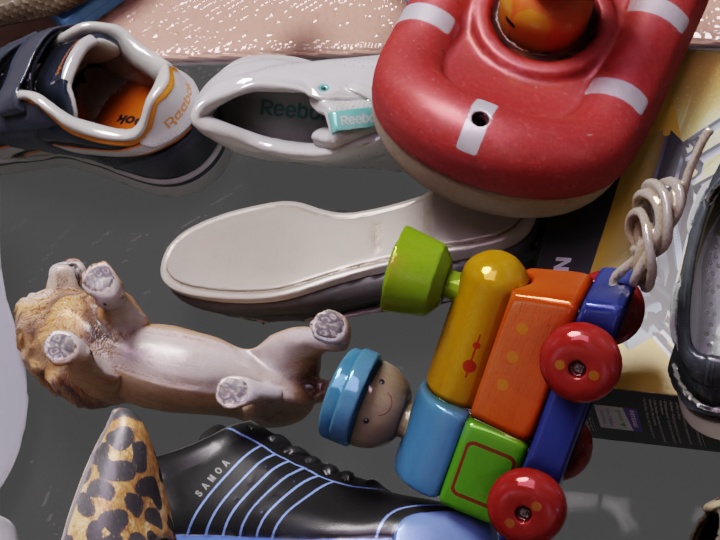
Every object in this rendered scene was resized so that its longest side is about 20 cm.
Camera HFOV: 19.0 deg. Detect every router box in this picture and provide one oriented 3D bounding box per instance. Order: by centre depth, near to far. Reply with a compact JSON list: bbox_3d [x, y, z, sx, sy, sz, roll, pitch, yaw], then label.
[{"bbox_3d":[0.169,-0.012,1.014,0.157,0.052,0.200,5,57,20],"label":"router box"}]

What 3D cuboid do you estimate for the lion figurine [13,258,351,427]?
[{"bbox_3d":[-0.081,0.045,1.034,0.200,0.123,0.073,19,75,10],"label":"lion figurine"}]

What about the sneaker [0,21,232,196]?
[{"bbox_3d":[-0.168,-0.097,1.165,0.200,0.079,0.079,8,59,24],"label":"sneaker"}]

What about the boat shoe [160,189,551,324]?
[{"bbox_3d":[0.000,0.000,1.064,0.200,0.057,0.067,-9,47,19],"label":"boat shoe"}]

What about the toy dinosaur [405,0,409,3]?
[{"bbox_3d":[0.029,-0.186,1.130,0.181,0.200,0.105,1,32,-20],"label":"toy dinosaur"}]

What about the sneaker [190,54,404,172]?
[{"bbox_3d":[0.012,-0.078,1.073,0.200,0.088,0.075,-4,98,13],"label":"sneaker"}]

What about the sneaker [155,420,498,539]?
[{"bbox_3d":[-0.032,0.107,0.980,0.200,0.070,0.078,-2,62,17],"label":"sneaker"}]

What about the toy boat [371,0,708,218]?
[{"bbox_3d":[0.086,-0.125,0.993,0.130,0.131,0.200,22,62,11],"label":"toy boat"}]

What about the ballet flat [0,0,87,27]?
[{"bbox_3d":[-0.211,-0.169,1.231,0.200,0.046,0.067,-25,56,11],"label":"ballet flat"}]

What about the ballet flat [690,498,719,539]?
[{"bbox_3d":[0.122,0.150,0.896,0.046,0.067,0.200,36,76,9],"label":"ballet flat"}]

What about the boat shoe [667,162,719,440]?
[{"bbox_3d":[0.184,-0.023,0.945,0.075,0.060,0.200,5,58,20],"label":"boat shoe"}]

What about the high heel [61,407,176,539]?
[{"bbox_3d":[-0.056,0.161,0.907,0.142,0.071,0.200,4,96,24],"label":"high heel"}]

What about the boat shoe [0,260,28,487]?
[{"bbox_3d":[-0.212,0.036,1.097,0.069,0.057,0.200,8,60,-27],"label":"boat shoe"}]

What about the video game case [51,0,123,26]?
[{"bbox_3d":[-0.129,-0.237,1.291,0.200,0.018,0.143,-36,54,-10],"label":"video game case"}]

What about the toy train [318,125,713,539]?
[{"bbox_3d":[0.061,0.010,0.908,0.116,0.200,0.085,21,23,8],"label":"toy train"}]

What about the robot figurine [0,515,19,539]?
[{"bbox_3d":[-0.212,0.177,0.959,0.169,0.113,0.200,-34,50,16],"label":"robot figurine"}]
